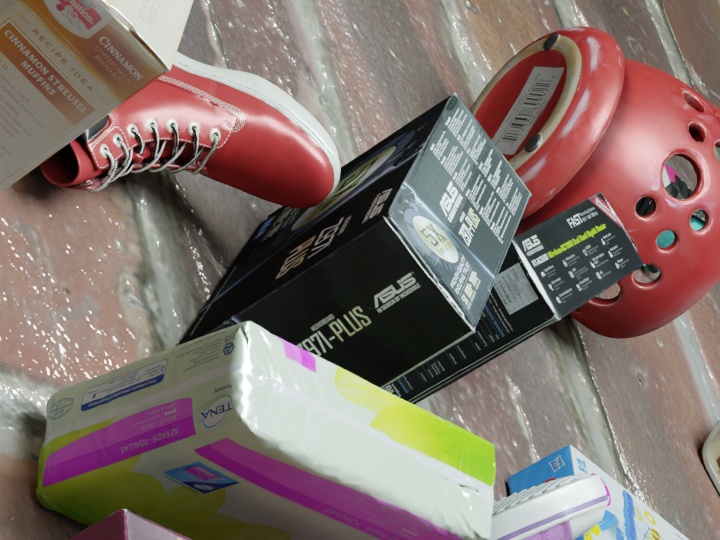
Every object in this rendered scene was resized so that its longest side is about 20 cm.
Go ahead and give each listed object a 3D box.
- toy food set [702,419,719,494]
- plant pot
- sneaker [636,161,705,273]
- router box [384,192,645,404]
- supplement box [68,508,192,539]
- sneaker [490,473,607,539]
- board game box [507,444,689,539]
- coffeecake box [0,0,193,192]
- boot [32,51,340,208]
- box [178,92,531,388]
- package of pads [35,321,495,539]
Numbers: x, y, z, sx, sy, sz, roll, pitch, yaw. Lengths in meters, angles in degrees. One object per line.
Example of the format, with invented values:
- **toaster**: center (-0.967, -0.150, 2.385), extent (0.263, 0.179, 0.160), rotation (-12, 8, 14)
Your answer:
- **toy food set**: center (0.375, 0.205, 1.842), extent (0.200, 0.060, 0.143), rotation (62, 26, 9)
- **plant pot**: center (0.180, -0.076, 1.664), extent (0.182, 0.200, 0.201), rotation (35, 33, -24)
- **sneaker**: center (0.249, -0.049, 1.886), extent (0.121, 0.084, 0.200), rotation (50, 24, 7)
- **router box**: center (0.088, 0.022, 1.436), extent (0.062, 0.150, 0.200), rotation (59, 25, 3)
- **supplement box**: center (-0.069, 0.207, 1.027), extent (0.200, 0.086, 0.111), rotation (32, 36, -42)
- **sneaker**: center (0.065, 0.197, 1.189), extent (0.115, 0.200, 0.073), rotation (61, -10, 1)
- **board game box**: center (0.190, 0.250, 1.470), extent (0.200, 0.056, 0.196), rotation (38, 31, -35)
- **coffeecake box**: center (-0.175, -0.108, 1.059), extent (0.073, 0.200, 0.154), rotation (46, 28, -23)
- **boot**: center (-0.111, -0.067, 1.243), extent (0.199, 0.073, 0.144), rotation (27, 34, -9)
- **box**: center (0.000, 0.000, 1.290), extent (0.086, 0.164, 0.200), rotation (52, 27, -12)
- **package of pads**: center (-0.049, 0.104, 1.101), extent (0.200, 0.154, 0.068), rotation (30, 51, -41)
